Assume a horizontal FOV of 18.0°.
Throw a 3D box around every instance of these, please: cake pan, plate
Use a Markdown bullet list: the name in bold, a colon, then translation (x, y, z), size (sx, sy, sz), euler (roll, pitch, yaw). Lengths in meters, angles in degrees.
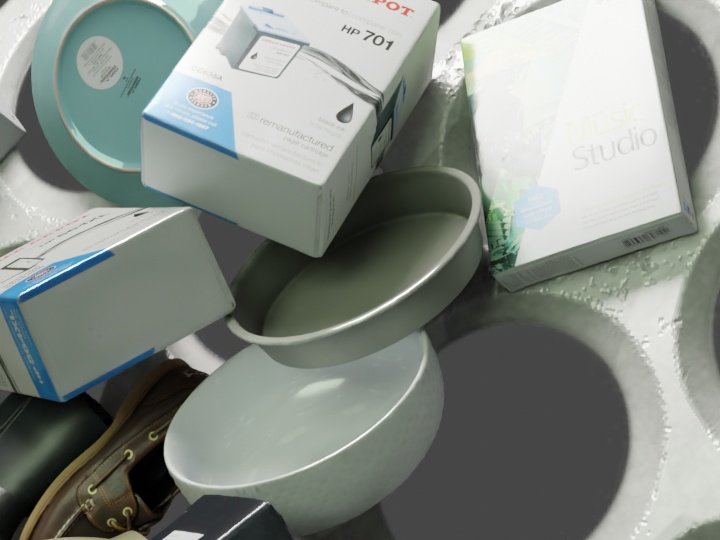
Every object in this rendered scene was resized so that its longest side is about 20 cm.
- **cake pan**: translation (0.000, 0.000, 1.578), size (0.199, 0.037, 0.201), euler (-23, 27, 12)
- **plate**: translation (-0.173, -0.144, 1.744), size (0.198, 0.026, 0.202), euler (5, 103, 23)

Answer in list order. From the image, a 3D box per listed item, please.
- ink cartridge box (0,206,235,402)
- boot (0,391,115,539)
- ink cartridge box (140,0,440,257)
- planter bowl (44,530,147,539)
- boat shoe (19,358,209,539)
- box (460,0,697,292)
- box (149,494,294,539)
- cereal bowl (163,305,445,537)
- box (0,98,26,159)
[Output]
- **ink cartridge box**: translation (-0.199, 0.021, 1.620), size (0.145, 0.085, 0.200), euler (-29, 14, -23)
- **boot**: translation (-0.281, 0.141, 1.703), size (0.168, 0.077, 0.200), euler (-47, 33, -17)
- **ink cartridge box**: translation (-0.048, -0.126, 1.623), size (0.145, 0.086, 0.201), euler (22, 55, 13)
- **planter bowl**: translation (-0.177, 0.260, 1.525), size (0.134, 0.201, 0.200), euler (-32, 49, -21)
- **boat shoe**: translation (-0.168, 0.156, 1.629), size (0.070, 0.070, 0.201), euler (33, 86, 39)
- **box**: translation (0.150, -0.098, 1.592), size (0.143, 0.036, 0.202), euler (-19, 58, 21)
- **box**: translation (-0.080, 0.262, 1.410), size (0.148, 0.201, 0.104), euler (-35, 13, -24)
- **cereal bowl**: translation (-0.029, 0.115, 1.537), size (0.199, 0.084, 0.201), euler (-22, 25, 11)
- **box**: translation (-0.395, -0.095, 1.852), size (0.200, 0.124, 0.098), euler (-45, 52, 3)
